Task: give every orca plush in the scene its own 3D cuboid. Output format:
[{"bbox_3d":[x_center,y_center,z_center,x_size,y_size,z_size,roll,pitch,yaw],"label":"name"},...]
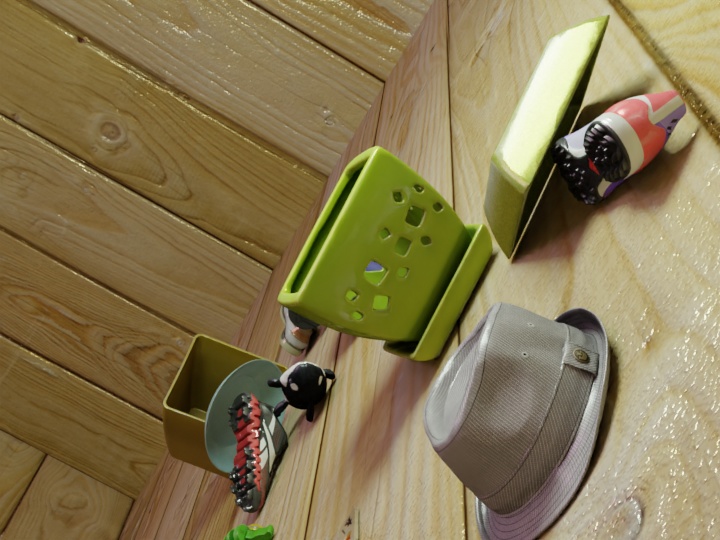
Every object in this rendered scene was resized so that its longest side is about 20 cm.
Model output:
[{"bbox_3d":[-0.097,0.205,1.765,0.200,0.104,0.072,138,129,-57],"label":"orca plush"}]

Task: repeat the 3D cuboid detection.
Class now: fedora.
[{"bbox_3d":[0.105,0.099,0.847,0.177,0.090,0.201,-52,13,48],"label":"fedora"}]

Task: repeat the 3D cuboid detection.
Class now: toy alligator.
[{"bbox_3d":[-0.188,0.419,1.642,0.200,0.054,0.060,-55,10,36],"label":"toy alligator"}]

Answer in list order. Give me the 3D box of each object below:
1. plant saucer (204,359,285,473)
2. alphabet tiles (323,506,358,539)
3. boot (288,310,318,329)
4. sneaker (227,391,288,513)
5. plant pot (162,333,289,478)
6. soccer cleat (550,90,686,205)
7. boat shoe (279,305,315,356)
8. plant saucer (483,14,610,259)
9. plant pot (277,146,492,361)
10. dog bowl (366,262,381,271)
[{"bbox_3d":[-0.205,0.243,1.930,0.200,0.038,0.203,-27,-54,-46],"label":"plant saucer"},{"bbox_3d":[-0.054,0.358,1.227,0.201,0.008,0.167,-58,9,15],"label":"alphabet tiles"},{"bbox_3d":[-0.069,0.013,2.154,0.212,0.079,0.158,-51,15,-4],"label":"boot"},{"bbox_3d":[-0.161,0.298,1.834,0.071,0.097,0.202,-37,46,39],"label":"sneaker"},{"bbox_3d":[-0.268,0.278,2.165,0.201,0.198,0.177,-71,2,-50],"label":"plant pot"},{"bbox_3d":[0.221,-0.107,0.982,0.073,0.069,0.200,-32,-3,-6],"label":"soccer cleat"},{"bbox_3d":[-0.114,0.094,2.227,0.069,0.074,0.200,-51,18,19],"label":"boat shoe"},{"bbox_3d":[0.175,-0.135,1.129,0.200,0.048,0.201,81,-146,-72],"label":"plant saucer"},{"bbox_3d":[0.032,-0.006,1.311,0.201,0.181,0.199,-61,9,-5],"label":"plant pot"},{"bbox_3d":[0.000,0.000,1.815,0.201,0.078,0.200,-58,9,16],"label":"dog bowl"}]
